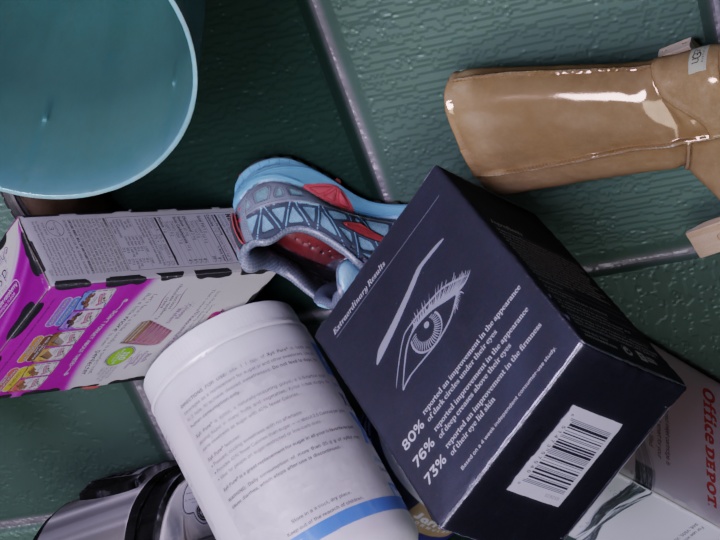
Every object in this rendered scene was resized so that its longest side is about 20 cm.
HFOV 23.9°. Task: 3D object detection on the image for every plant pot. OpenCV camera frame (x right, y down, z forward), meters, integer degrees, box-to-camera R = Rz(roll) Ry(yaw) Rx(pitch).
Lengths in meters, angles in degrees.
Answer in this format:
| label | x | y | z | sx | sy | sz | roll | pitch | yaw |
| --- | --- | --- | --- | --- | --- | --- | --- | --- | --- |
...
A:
| label | x | y | z | sx | sy | sz | roll | pitch | yaw |
| --- | --- | --- | --- | --- | --- | --- | --- | --- | --- |
| plant pot | -0.180 | -0.171 | 1.004 | 0.198 | 0.162 | 0.202 | 4 | 131 | 4 |

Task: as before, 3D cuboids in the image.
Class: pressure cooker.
| label | x | y | z | sx | sy | sz | roll | pitch | yaw |
| --- | --- | --- | --- | --- | --- | --- | --- | --- | --- |
| pressure cooker | -0.146 | 0.246 | 1.351 | 0.199 | 0.177 | 0.179 | -21 | 121 | 35 |

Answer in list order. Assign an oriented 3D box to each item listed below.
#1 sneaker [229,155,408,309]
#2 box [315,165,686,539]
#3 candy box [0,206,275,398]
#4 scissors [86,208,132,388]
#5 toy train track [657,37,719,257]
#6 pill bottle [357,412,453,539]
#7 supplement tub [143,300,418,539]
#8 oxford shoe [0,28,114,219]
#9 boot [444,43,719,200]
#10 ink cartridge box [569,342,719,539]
| label | x | y | z | sx | sy | sz | roll | pitch | yaw |
| --- | --- | --- | --- | --- | --- | --- | --- | --- | --- |
| sneaker | 0.000 | 0.000 | 1.176 | 0.198 | 0.096 | 0.080 | 18 | 133 | -8 |
| box | 0.082 | 0.055 | 1.071 | 0.104 | 0.201 | 0.149 | 22 | 113 | -39 |
| candy box | -0.172 | 0.021 | 1.169 | 0.199 | 0.061 | 0.136 | -4 | 147 | -46 |
| scissors | -0.216 | 0.022 | 1.278 | 0.072 | 0.014 | 0.201 | 15 | 133 | -3 |
| toy train track | 0.253 | -0.074 | 1.124 | 0.114 | 0.033 | 0.201 | -19 | 121 | 32 |
| pill bottle | 0.035 | 0.156 | 1.296 | 0.115 | 0.116 | 0.200 | 32 | 128 | -20 |
| supplement tub | -0.057 | 0.138 | 1.214 | 0.131 | 0.201 | 0.132 | -26 | 159 | -10 |
| oxford shoe | -0.205 | -0.080 | 1.150 | 0.084 | 0.073 | 0.201 | -18 | 128 | 17 |
| boot | 0.175 | -0.072 | 1.095 | 0.198 | 0.066 | 0.176 | -6 | 127 | 29 |
| ink cartridge box | 0.168 | 0.113 | 1.220 | 0.199 | 0.148 | 0.083 | 30 | 131 | -17 |
